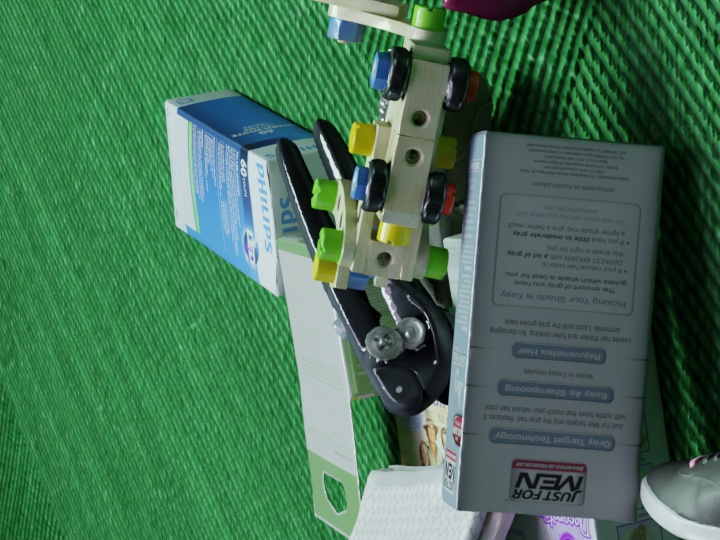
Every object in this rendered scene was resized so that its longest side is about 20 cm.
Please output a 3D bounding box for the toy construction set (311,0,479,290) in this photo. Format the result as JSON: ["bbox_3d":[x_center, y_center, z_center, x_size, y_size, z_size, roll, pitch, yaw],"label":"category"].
[{"bbox_3d":[0.015,-0.078,1.408,0.131,0.092,0.201,-117,23,-77],"label":"toy construction set"}]

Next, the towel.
[{"bbox_3d":[0.013,0.202,1.521,0.192,0.032,0.200,-64,17,-14],"label":"towel"}]

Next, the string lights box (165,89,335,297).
[{"bbox_3d":[-0.079,-0.060,1.861,0.200,0.059,0.103,-147,50,-60],"label":"string lights box"}]

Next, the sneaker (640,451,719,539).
[{"bbox_3d":[0.206,0.089,1.262,0.200,0.070,0.100,11,107,62],"label":"sneaker"}]

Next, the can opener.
[{"bbox_3d":[0.000,0.000,1.549,0.200,0.063,0.079,60,179,15],"label":"can opener"}]

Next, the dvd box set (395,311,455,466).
[{"bbox_3d":[0.066,0.129,1.647,0.146,0.029,0.201,-162,63,-65],"label":"dvd box set"}]

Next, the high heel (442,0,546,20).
[{"bbox_3d":[0.050,-0.201,1.444,0.200,0.096,0.068,-125,32,-43],"label":"high heel"}]

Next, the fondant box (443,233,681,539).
[{"bbox_3d":[0.116,0.076,1.472,0.144,0.058,0.201,-174,73,-67],"label":"fondant box"}]

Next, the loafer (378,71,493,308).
[{"bbox_3d":[0.057,-0.049,1.546,0.075,0.069,0.200,54,163,28],"label":"loafer"}]

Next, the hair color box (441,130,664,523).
[{"bbox_3d":[0.102,0.030,1.357,0.061,0.099,0.201,-174,88,-83],"label":"hair color box"}]

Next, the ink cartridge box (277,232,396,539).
[{"bbox_3d":[-0.008,0.075,1.713,0.145,0.048,0.201,-165,65,-75],"label":"ink cartridge box"}]
